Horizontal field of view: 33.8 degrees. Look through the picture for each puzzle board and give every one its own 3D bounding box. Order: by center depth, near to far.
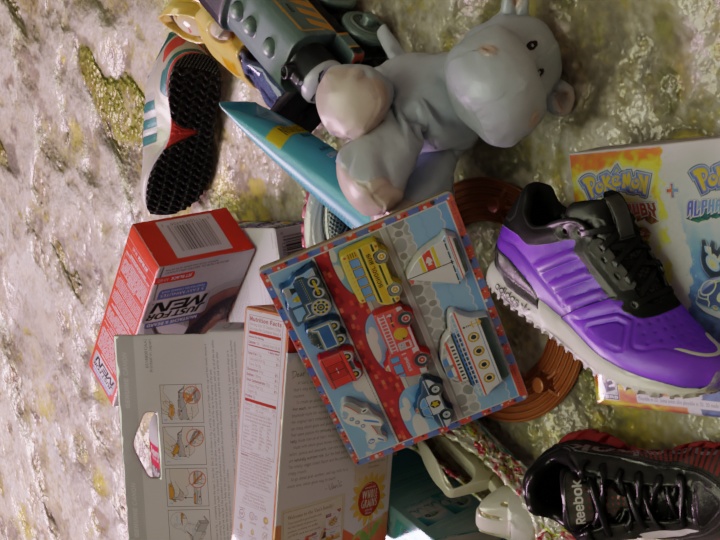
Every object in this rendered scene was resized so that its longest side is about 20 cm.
[{"bbox_3d":[0.030,0.051,0.885,0.017,0.149,0.202,-103,-10,-57],"label":"puzzle board"}]

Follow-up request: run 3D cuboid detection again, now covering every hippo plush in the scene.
[{"bbox_3d":[0.079,-0.111,0.883,0.159,0.200,0.161,-15,107,25],"label":"hippo plush"}]

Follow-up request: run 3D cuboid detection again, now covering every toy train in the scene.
[{"bbox_3d":[-0.059,-0.214,1.023,0.201,0.113,0.086,52,135,28],"label":"toy train"}]

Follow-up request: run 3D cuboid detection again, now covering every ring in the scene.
[{"bbox_3d":[0.103,0.026,0.967,0.199,0.019,0.204,17,113,48],"label":"ring"}]

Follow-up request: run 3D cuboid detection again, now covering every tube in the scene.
[{"bbox_3d":[-0.029,-0.081,0.989,0.199,0.077,0.051,38,102,10],"label":"tube"}]

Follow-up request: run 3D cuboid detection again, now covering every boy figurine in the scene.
[{"bbox_3d":[-0.118,-0.205,1.104,0.064,0.124,0.200,-44,69,0],"label":"boy figurine"}]

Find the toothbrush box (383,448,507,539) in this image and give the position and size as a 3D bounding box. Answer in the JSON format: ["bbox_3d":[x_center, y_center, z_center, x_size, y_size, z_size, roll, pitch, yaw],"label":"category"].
[{"bbox_3d":[0.053,0.262,1.039,0.199,0.084,0.149,30,121,41],"label":"toothbrush box"}]

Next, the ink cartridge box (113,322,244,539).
[{"bbox_3d":[-0.122,0.148,1.048,0.173,0.045,0.204,-1,98,8],"label":"ink cartridge box"}]

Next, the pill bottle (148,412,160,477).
[{"bbox_3d":[-0.145,0.183,1.131,0.110,0.110,0.204,16,114,47],"label":"pill bottle"}]

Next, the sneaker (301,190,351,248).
[{"bbox_3d":[0.000,0.000,1.052,0.073,0.080,0.204,-9,94,22],"label":"sneaker"}]

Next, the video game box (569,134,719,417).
[{"bbox_3d":[0.233,0.004,0.781,0.198,0.046,0.186,-1,97,51],"label":"video game box"}]

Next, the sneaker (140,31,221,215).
[{"bbox_3d":[-0.196,-0.158,1.257,0.094,0.069,0.202,-120,37,-46],"label":"sneaker"}]

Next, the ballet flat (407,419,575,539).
[{"bbox_3d":[0.104,0.177,0.970,0.200,0.063,0.077,40,144,38],"label":"ballet flat"}]

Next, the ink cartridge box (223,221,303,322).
[{"bbox_3d":[-0.119,0.007,1.209,0.198,0.050,0.111,3,103,51],"label":"ink cartridge box"}]

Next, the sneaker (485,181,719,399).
[{"bbox_3d":[0.163,0.003,0.777,0.199,0.069,0.101,35,123,40],"label":"sneaker"}]

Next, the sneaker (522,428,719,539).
[{"bbox_3d":[0.194,0.157,0.829,0.199,0.097,0.072,-1,98,49],"label":"sneaker"}]

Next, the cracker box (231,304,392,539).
[{"bbox_3d":[-0.034,0.128,0.958,0.057,0.133,0.204,10,97,43],"label":"cracker box"}]

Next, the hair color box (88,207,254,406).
[{"bbox_3d":[-0.190,0.038,1.176,0.064,0.110,0.201,53,136,27],"label":"hair color box"}]
